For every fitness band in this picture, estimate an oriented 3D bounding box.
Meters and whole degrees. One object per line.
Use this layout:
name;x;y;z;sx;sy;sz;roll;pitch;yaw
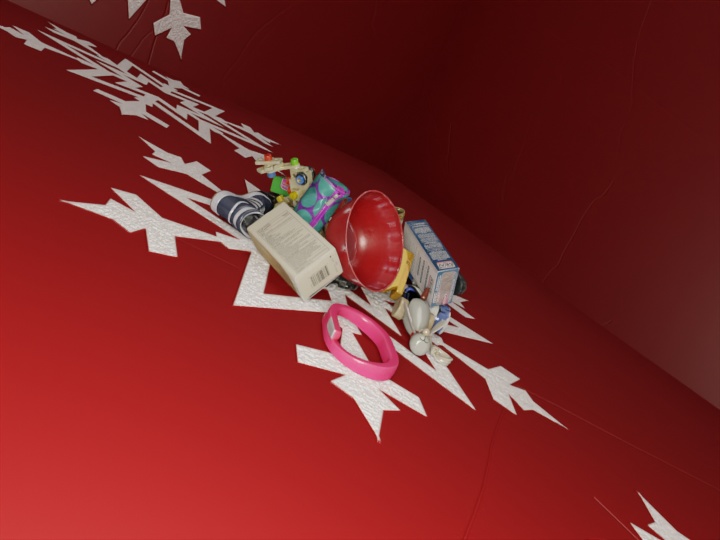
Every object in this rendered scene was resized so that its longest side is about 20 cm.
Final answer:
fitness band;-0.001;0.126;1.045;0.140;0.038;0.201;28;16;-17

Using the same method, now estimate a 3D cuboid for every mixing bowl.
mixing bowl;-0.005;-0.060;1.222;0.106;0.209;0.197;0;-7;39

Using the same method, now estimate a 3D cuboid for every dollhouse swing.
dollhouse swing;0.000;0.000;1.397;0.195;0.177;0.185;27;49;-5

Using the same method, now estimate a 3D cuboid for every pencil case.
pencil case;-0.111;-0.120;1.305;0.084;0.202;0.093;31;12;-29

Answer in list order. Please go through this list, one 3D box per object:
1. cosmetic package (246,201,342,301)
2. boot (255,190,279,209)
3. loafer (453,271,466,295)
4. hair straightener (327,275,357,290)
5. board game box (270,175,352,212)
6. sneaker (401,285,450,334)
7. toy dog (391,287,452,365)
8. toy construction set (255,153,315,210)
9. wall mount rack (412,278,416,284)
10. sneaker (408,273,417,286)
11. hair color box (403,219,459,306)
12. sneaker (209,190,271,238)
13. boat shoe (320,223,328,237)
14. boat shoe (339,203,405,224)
cosmetic package;-0.134;-0.042;1.172;0.200;0.104;0.072;43;-19;40
boot;-0.215;-0.159;1.519;0.094;0.077;0.198;5;16;-35
loafer;0.208;0.008;1.444;0.070;0.075;0.200;15;16;-31
hair straightener;-0.055;0.028;1.255;0.076;0.042;0.198;27;6;33
board game box;-0.127;-0.202;1.560;0.193;0.042;0.153;18;9;4
sneaker;0.148;0.067;1.423;0.113;0.082;0.200;28;16;-13
toy dog;0.134;0.101;1.250;0.129;0.099;0.201;20;17;-29
toy construction set;-0.167;-0.191;1.372;0.127;0.204;0.093;13;50;28
wall mount rack;0.093;-0.039;1.546;0.200;0.075;0.173;47;-12;-16
sneaker;0.157;0.001;1.672;0.197;0.073;0.082;33;19;21
hair color box;0.159;-0.021;1.379;0.058;0.103;0.202;-7;40;-17
sneaker;-0.245;-0.128;1.338;0.107;0.072;0.198;35;17;21
boat shoe;-0.102;-0.098;1.476;0.064;0.076;0.201;21;16;-9
boat shoe;0.031;-0.138;1.377;0.196;0.068;0.074;8;26;-49
